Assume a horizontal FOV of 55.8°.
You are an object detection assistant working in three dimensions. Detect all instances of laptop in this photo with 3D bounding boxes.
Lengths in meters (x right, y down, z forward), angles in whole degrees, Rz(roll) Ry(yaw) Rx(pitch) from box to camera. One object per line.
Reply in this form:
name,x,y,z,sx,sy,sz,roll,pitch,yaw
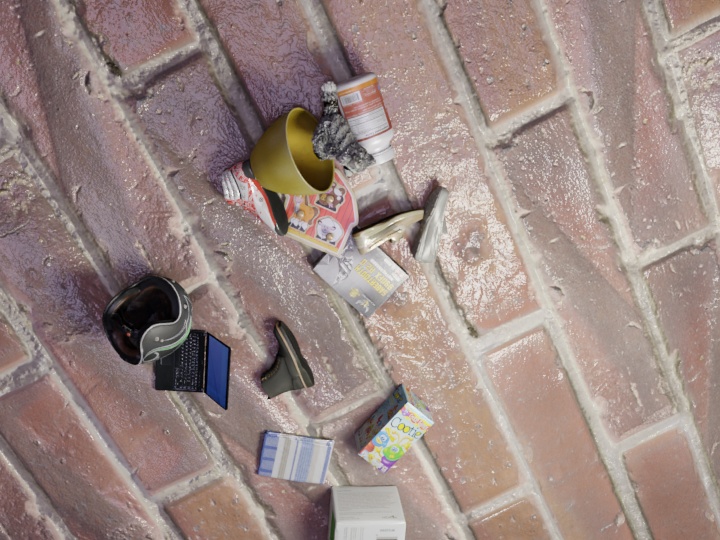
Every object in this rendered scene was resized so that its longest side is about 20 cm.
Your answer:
laptop,-0.432,0.253,1.744,0.198,0.103,0.179,5,106,-8

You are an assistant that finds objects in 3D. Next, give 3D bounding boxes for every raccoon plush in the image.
raccoon plush,-0.036,-0.308,1.516,0.097,0.133,0.202,-38,134,-38

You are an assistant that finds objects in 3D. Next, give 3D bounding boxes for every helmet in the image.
helmet,-0.502,0.116,1.648,0.199,0.190,0.202,22,130,29

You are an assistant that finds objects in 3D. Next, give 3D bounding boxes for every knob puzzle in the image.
knob puzzle,-0.096,-0.155,1.665,0.217,0.030,0.222,1,97,5

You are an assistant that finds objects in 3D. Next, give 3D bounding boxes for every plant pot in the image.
plant pot,-0.171,-0.257,1.582,0.141,0.200,0.201,-16,111,27

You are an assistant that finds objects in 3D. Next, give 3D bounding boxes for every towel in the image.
towel,-0.180,0.522,1.899,0.198,0.024,0.148,10,108,-7

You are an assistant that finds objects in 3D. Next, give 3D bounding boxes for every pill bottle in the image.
pill bottle,0.012,-0.351,1.597,0.111,0.112,0.202,-20,109,0

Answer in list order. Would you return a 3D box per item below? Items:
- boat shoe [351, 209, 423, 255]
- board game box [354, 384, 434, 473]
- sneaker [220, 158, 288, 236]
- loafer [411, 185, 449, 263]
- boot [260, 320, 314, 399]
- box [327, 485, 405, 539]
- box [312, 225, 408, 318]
boat shoe,0.075,-0.098,1.684,0.199,0.072,0.066,-24,100,-21
board game box,0.090,0.432,1.856,0.103,0.105,0.200,39,101,-17
sneaker,-0.258,-0.165,1.643,0.107,0.067,0.203,-15,115,27
loafer,0.188,-0.114,1.718,0.069,0.070,0.202,10,112,-17
boot,-0.220,0.243,1.782,0.137,0.078,0.201,-21,107,6
box,0.013,0.736,1.908,0.198,0.171,0.201,2,107,-6
box,0.000,0.000,1.739,0.158,0.048,0.200,-44,106,8
